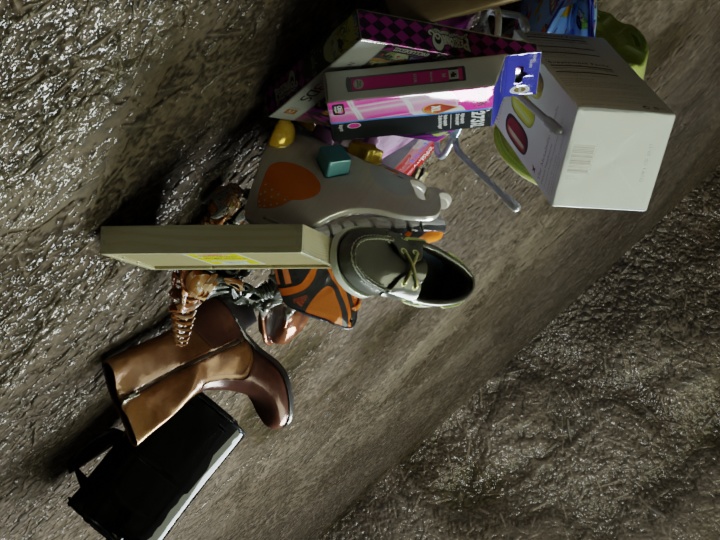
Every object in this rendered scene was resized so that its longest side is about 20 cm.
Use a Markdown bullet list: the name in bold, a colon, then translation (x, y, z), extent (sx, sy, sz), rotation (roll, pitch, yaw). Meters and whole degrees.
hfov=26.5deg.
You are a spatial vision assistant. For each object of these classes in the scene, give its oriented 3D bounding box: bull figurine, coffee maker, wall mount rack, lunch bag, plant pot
- **bull figurine**: translation (-0.059, -0.006, 1.760), extent (0.122, 0.065, 0.201), rotation (95, 19, -66)
- **coffee maker**: translation (-0.232, 0.237, 1.803), extent (0.200, 0.192, 0.135), rotation (-53, 127, -10)
- **wall mount rack**: translation (0.140, -0.169, 1.578), extent (0.074, 0.175, 0.201), rotation (7, 139, -15)
- **lunch bag**: translation (0.231, -0.304, 1.726), extent (0.201, 0.093, 0.151), rotation (98, 1, -52)
- **plant pot**: translation (0.291, -0.233, 2.006), extent (0.200, 0.200, 0.185), rotation (-32, 148, -38)

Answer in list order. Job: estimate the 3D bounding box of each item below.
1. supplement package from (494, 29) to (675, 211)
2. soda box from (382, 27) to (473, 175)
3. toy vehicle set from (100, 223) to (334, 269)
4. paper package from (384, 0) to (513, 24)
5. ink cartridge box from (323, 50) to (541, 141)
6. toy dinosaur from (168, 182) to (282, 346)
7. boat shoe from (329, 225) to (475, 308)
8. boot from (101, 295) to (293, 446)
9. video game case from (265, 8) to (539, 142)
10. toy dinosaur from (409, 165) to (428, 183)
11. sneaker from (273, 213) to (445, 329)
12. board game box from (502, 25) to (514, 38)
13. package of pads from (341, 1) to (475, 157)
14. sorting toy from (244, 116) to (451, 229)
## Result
- **supplement package**: translation (0.227, -0.159, 1.593), extent (0.109, 0.200, 0.114), rotation (3, 119, -17)
- **soda box**: translation (0.076, -0.188, 1.749), extent (0.200, 0.063, 0.070), rotation (-49, 163, 14)
- **toy vehicle set**: translation (-0.131, -0.021, 1.453), extent (0.124, 0.198, 0.027), rotation (26, 65, -74)
- **paper package**: translation (0.143, -0.300, 1.401), extent (0.199, 0.104, 0.190), rotation (-10, -171, 37)
- **ink cartridge box**: translation (0.067, -0.160, 1.403), extent (0.198, 0.037, 0.095), rotation (-8, 162, 1)
- **toy dinosaur**: translation (-0.153, -0.007, 1.611), extent (0.135, 0.103, 0.200), rotation (3, 148, -38)
- **boat shoe**: translation (0.043, -0.002, 1.520), extent (0.201, 0.060, 0.073), rotation (17, 76, -54)
- **boot**: translation (-0.179, 0.139, 1.733), extent (0.068, 0.189, 0.200), rotation (5, -148, 46)
- **video game case**: translation (0.038, -0.180, 1.445), extent (0.199, 0.036, 0.181), rotation (6, 160, -31)
- **toy dinosaur**: translation (-0.013, -0.085, 1.707), extent (0.101, 0.059, 0.199), rotation (23, 161, -35)
- **sneaker**: translation (0.000, 0.000, 1.601), extent (0.199, 0.113, 0.077), rotation (-9, -172, -23)
- **board game box**: translation (0.226, -0.215, 1.812), extent (0.134, 0.200, 0.029), rotation (-38, 147, -27)
- **package of pads**: translation (0.041, -0.205, 1.594), extent (0.120, 0.076, 0.200), rotation (-39, 164, -34)
- **sorting toy**: translation (-0.001, -0.084, 1.530), extent (0.200, 0.179, 0.108), rotation (-41, 145, -78)
